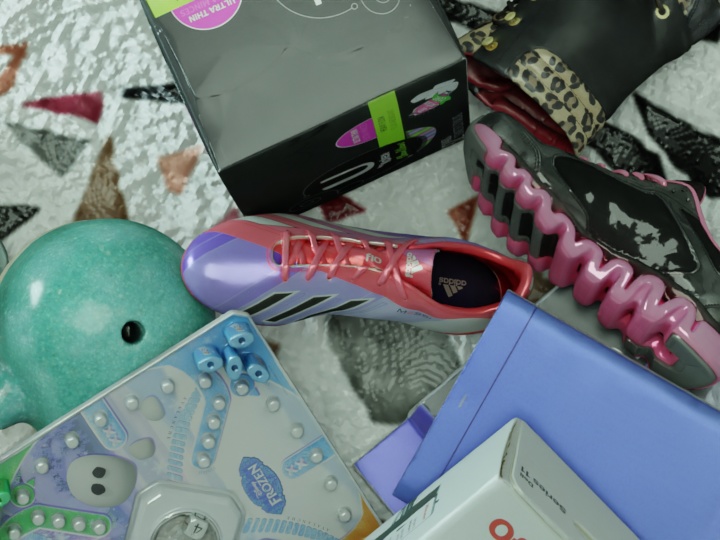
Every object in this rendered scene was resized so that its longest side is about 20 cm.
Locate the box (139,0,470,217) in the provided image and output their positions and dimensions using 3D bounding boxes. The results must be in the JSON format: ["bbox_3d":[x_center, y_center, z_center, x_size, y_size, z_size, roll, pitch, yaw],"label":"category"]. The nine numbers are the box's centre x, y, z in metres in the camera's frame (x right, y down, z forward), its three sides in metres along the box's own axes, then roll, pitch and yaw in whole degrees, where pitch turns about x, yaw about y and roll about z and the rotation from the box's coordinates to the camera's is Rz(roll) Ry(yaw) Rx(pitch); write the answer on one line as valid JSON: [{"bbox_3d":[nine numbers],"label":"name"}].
[{"bbox_3d":[-0.028,-0.119,1.379,0.148,0.200,0.124,-25,81,0],"label":"box"}]

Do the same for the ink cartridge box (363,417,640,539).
[{"bbox_3d":[0.059,0.199,1.333,0.200,0.083,0.147,-40,100,22],"label":"ink cartridge box"}]

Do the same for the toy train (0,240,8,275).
[{"bbox_3d":[-0.291,-0.032,1.447,0.114,0.085,0.200,-32,84,12],"label":"toy train"}]

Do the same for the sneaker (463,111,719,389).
[{"bbox_3d":[0.147,-0.027,1.389,0.200,0.079,0.095,43,72,5],"label":"sneaker"}]

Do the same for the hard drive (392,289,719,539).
[{"bbox_3d":[0.136,0.117,1.370,0.200,0.025,0.132,30,94,3],"label":"hard drive"}]

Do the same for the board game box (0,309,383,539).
[{"bbox_3d":[-0.099,0.154,1.382,0.200,0.026,0.200,-32,112,-2],"label":"board game box"}]

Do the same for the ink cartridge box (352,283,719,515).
[{"bbox_3d":[0.130,0.122,1.416,0.200,0.043,0.198,-41,82,-2],"label":"ink cartridge box"}]

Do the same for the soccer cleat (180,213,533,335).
[{"bbox_3d":[0.000,0.000,1.392,0.200,0.076,0.067,8,74,-20],"label":"soccer cleat"}]

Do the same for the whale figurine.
[{"bbox_3d":[-0.139,0.070,1.401,0.159,0.104,0.200,-5,91,-22],"label":"whale figurine"}]

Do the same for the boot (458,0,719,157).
[{"bbox_3d":[0.106,-0.174,1.437,0.200,0.073,0.151,42,76,1],"label":"boot"}]
